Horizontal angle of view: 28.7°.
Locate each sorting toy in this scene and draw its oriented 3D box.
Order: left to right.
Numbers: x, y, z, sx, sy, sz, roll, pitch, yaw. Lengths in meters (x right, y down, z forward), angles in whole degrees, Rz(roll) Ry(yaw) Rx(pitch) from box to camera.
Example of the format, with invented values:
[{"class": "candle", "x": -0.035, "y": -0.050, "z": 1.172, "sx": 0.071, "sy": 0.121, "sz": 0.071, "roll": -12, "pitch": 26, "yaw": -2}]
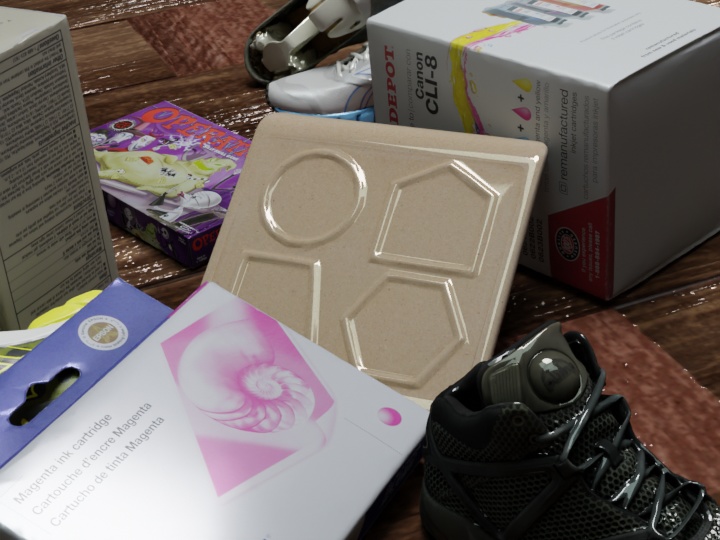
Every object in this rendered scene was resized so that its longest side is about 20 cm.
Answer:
[{"class": "sorting toy", "x": 0.000, "y": 0.000, "z": 0.817, "sx": 0.185, "sy": 0.036, "sz": 0.200, "roll": 9, "pitch": 63, "yaw": 22}]

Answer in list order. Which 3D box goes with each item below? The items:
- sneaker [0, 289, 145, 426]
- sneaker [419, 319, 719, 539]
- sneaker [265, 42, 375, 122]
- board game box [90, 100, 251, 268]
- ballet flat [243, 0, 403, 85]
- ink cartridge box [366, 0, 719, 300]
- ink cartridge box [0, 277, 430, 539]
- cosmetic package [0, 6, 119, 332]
[{"class": "sneaker", "x": -0.177, "y": 0.072, "z": 0.740, "sx": 0.200, "sy": 0.075, "sz": 0.085, "roll": -29, "pitch": 43, "yaw": -30}, {"class": "sneaker", "x": 0.110, "y": 0.095, "z": 0.623, "sx": 0.199, "sy": 0.114, "sz": 0.076, "roll": 22, "pitch": 42, "yaw": 35}, {"class": "sneaker", "x": 0.023, "y": -0.163, "z": 1.093, "sx": 0.200, "sy": 0.087, "sz": 0.075, "roll": -7, "pitch": 32, "yaw": -1}, {"class": "board game box", "x": -0.132, "y": -0.067, "z": 1.015, "sx": 0.120, "sy": 0.032, "sz": 0.200, "roll": -24, "pitch": 35, "yaw": -35}, {"class": "ballet flat", "x": -0.027, "y": -0.197, "z": 1.113, "sx": 0.064, "sy": 0.067, "sz": 0.200, "roll": -42, "pitch": 9, "yaw": -38}, {"class": "ink cartridge box", "x": 0.124, "y": -0.099, "z": 0.912, "sx": 0.145, "sy": 0.146, "sz": 0.200, "roll": -29, "pitch": 37, "yaw": -34}, {"class": "ink cartridge box", "x": -0.092, "y": 0.085, "z": 0.677, "sx": 0.200, "sy": 0.043, "sz": 0.196, "roll": 30, "pitch": 41, "yaw": 12}, {"class": "cosmetic package", "x": -0.213, "y": -0.042, "z": 0.815, "sx": 0.087, "sy": 0.200, "sz": 0.103, "roll": 12, "pitch": 33, "yaw": 28}]
